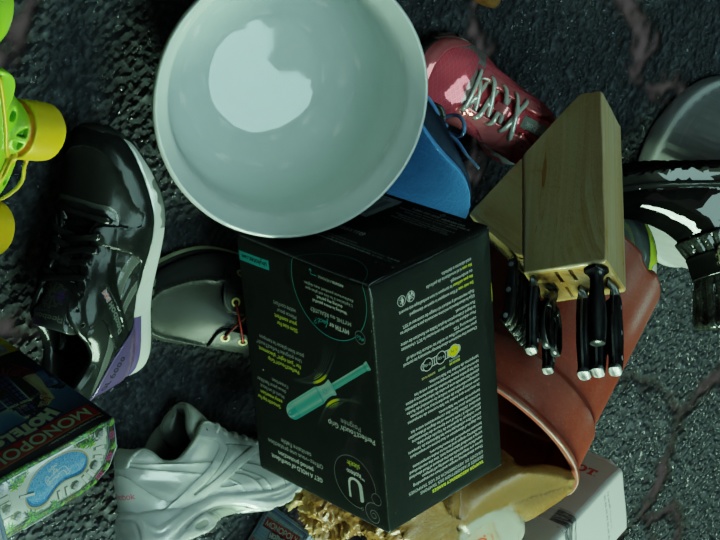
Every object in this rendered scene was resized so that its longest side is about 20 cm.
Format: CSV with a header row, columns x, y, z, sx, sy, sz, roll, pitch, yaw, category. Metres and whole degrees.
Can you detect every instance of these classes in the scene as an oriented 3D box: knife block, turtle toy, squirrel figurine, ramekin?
x,y,z,sx,sy,sz,roll,pitch,yaw,category
0.183,-0.020,1.331,0.200,0.175,0.064,-47,148,-3,knife block
-0.262,-0.095,1.006,0.145,0.101,0.201,3,124,-54,turtle toy
0.041,0.179,1.402,0.199,0.187,0.142,14,105,-34,squirrel figurine
0.366,-0.086,1.651,0.202,0.094,0.203,-22,125,-36,ramekin

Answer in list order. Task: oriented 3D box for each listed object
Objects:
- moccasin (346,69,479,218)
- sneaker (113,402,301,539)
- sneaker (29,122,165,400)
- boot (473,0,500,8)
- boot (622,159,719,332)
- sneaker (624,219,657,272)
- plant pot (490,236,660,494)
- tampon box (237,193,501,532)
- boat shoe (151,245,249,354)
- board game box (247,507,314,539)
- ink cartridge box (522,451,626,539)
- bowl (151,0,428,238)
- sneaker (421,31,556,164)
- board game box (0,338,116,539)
x,y,z,sx,sy,sz,roll,pitch,yaw,category
0.047,-0.110,1.317,0.200,0.080,0.069,64,25,-54,moccasin
-0.114,0.148,1.313,0.200,0.078,0.100,-17,99,-51,sneaker
-0.186,0.002,1.143,0.088,0.075,0.201,-42,139,-55,sneaker
0.077,-0.301,1.272,0.199,0.068,0.189,1,109,-46,boot
0.300,-0.020,1.536,0.079,0.210,0.159,-58,146,-80,boot
0.214,0.034,1.583,0.081,0.074,0.201,24,91,-44,sneaker
0.151,0.058,1.456,0.196,0.200,0.201,-54,138,-22,plant pot
0.008,0.061,1.241,0.126,0.149,0.201,-25,122,-37,tampon box
-0.093,0.026,1.280,0.201,0.063,0.074,1,112,-44,boat shoe
-0.062,0.309,1.457,0.199,0.062,0.201,13,102,-47,board game box
0.131,0.244,1.535,0.200,0.145,0.084,-39,133,-33,ink cartridge box
-0.060,-0.131,1.186,0.200,0.090,0.202,-7,112,-18,bowl
0.116,-0.137,1.382,0.200,0.087,0.074,26,90,-48,sneaker
-0.261,0.141,1.057,0.199,0.199,0.062,-28,128,-31,board game box
